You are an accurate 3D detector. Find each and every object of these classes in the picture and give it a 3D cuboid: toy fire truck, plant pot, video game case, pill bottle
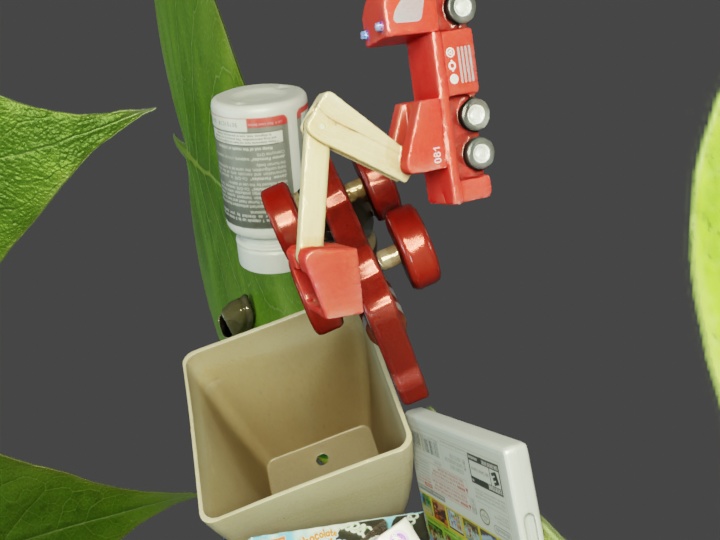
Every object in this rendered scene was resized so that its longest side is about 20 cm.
[{"bbox_3d":[0.013,-0.083,0.505,0.049,0.138,0.205,-163,62,-70],"label":"toy fire truck"},{"bbox_3d":[-0.050,0.180,0.804,0.202,0.196,0.179,-112,3,-47],"label":"plant pot"},{"bbox_3d":[0.095,0.215,0.636,0.200,0.022,0.187,173,86,-72],"label":"video game case"},{"bbox_3d":[0.000,0.000,0.687,0.169,0.110,0.202,70,176,-50],"label":"toy fire truck"},{"bbox_3d":[-0.110,-0.108,0.933,0.114,0.111,0.204,-133,36,-59],"label":"pill bottle"}]

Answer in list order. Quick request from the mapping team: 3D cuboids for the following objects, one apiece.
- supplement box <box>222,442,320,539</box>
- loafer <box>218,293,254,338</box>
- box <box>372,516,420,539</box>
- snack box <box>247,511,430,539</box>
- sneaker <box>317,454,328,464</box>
[{"bbox_3d":[-0.071,0.341,0.951,0.202,0.132,0.201,58,171,32],"label":"supplement box"},{"bbox_3d":[-0.263,0.115,1.649,0.202,0.066,0.077,104,149,-55],"label":"loafer"},{"bbox_3d":[0.075,0.305,0.648,0.202,0.041,0.039,56,162,22],"label":"box"},{"bbox_3d":[-0.032,0.269,0.734,0.116,0.196,0.038,-48,49,44],"label":"snack box"},{"bbox_3d":[-0.060,0.154,1.019,0.201,0.073,0.085,52,152,38],"label":"sneaker"}]
